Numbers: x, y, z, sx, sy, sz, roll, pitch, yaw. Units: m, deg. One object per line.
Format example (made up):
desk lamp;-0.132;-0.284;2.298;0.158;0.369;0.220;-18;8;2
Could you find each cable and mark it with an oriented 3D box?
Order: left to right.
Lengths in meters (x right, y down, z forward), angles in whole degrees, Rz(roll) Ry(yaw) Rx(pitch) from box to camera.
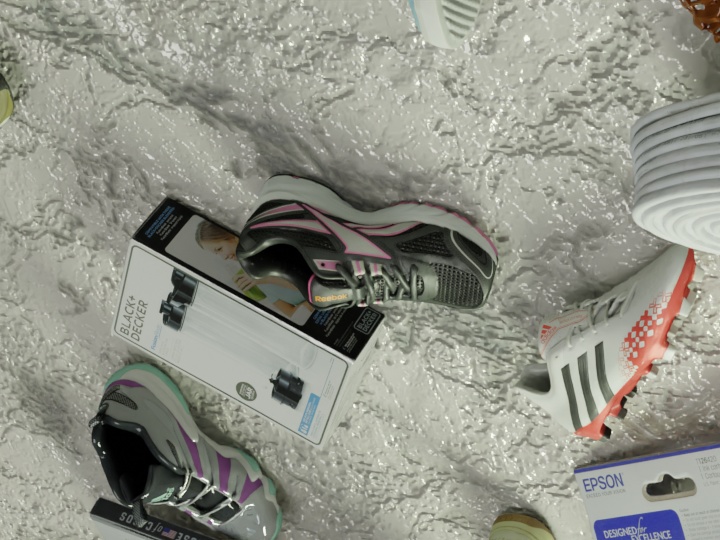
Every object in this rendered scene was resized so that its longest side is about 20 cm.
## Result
cable;0.255;-0.048;1.062;0.199;0.070;0.199;-3;166;42

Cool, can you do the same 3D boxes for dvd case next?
dvd case;-0.152;0.280;1.658;0.149;0.025;0.200;16;150;21

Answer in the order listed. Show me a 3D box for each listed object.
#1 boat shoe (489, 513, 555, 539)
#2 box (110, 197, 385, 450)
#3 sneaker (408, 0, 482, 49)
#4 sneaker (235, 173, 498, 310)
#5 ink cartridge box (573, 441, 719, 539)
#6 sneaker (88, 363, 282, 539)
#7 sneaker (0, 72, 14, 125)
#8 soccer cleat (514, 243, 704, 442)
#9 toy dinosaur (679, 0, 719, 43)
boat shoe;0.146;0.290;1.489;0.073;0.063;0.201;-9;121;36
box;-0.091;0.042;1.430;0.199;0.060;0.117;29;136;8
sneaker;0.025;-0.234;1.121;0.082;0.074;0.201;11;124;36
sneaker;0.000;0.000;1.317;0.199;0.086;0.081;12;133;23
ink cartridge box;0.257;0.226;1.332;0.197;0.047;0.201;-19;82;54
sneaker;-0.154;0.182;1.522;0.200;0.140;0.078;44;112;-9
sneaker;-0.352;-0.115;1.439;0.199;0.089;0.077;-15;117;39
soccer cleat;0.169;0.044;1.264;0.085;0.069;0.200;27;141;3
toy dinosaur;0.204;-0.197;1.021;0.200;0.102;0.135;49;144;-17
